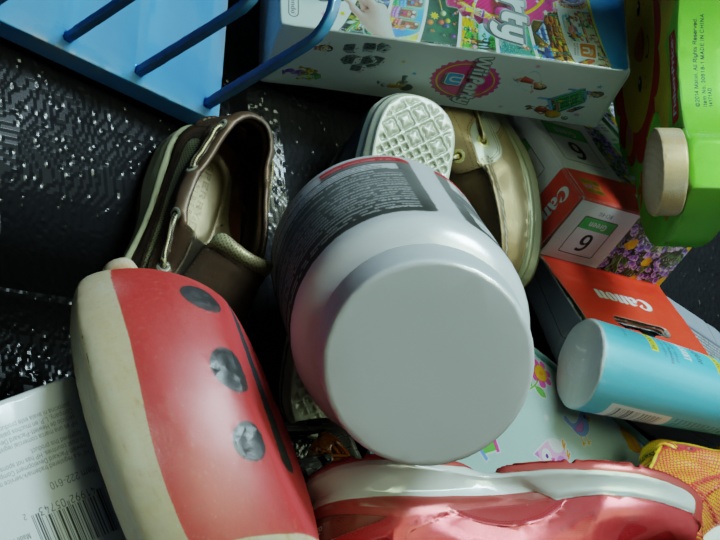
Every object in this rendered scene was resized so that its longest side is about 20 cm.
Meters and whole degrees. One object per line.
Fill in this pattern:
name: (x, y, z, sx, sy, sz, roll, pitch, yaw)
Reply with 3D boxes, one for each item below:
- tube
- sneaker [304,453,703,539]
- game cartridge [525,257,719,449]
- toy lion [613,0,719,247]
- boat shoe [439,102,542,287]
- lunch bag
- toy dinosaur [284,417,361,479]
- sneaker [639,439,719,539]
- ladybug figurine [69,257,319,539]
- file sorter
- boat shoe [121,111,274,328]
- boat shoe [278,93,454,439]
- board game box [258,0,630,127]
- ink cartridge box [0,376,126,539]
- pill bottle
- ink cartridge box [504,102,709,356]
tube: (0.206, 0.074, 1.304, 0.200, 0.077, 0.051, 15, 103, -25)
sneaker: (0.070, 0.152, 1.100, 0.199, 0.078, 0.116, 3, 69, -13)
game cartridge: (0.177, 0.054, 1.397, 0.200, 0.042, 0.133, 32, 27, -30)
toy lion: (0.175, -0.106, 1.314, 0.068, 0.192, 0.201, 1, 75, -6)
boat shoe: (0.048, -0.076, 1.350, 0.066, 0.074, 0.200, 6, 58, -39)
lunch bag: (0.093, 0.128, 1.289, 0.200, 0.077, 0.161, 40, 42, -27)
toy dinosaur: (0.002, 0.139, 1.148, 0.102, 0.199, 0.136, 47, 39, -72)
sneaker: (0.162, 0.134, 1.261, 0.077, 0.073, 0.200, 51, 28, 19)
ladybug figurine: (-0.073, 0.081, 1.057, 0.136, 0.072, 0.200, 43, 25, -74)
file sorter: (-0.117, -0.188, 1.188, 0.200, 0.123, 0.139, 24, 56, -36)
boat shoe: (-0.083, 0.004, 1.174, 0.075, 0.075, 0.203, 26, 55, -34)
boat shoe: (0.000, 0.000, 1.269, 0.074, 0.062, 0.201, 22, 71, -20)
board game box: (0.046, -0.169, 1.321, 0.199, 0.064, 0.148, 7, 59, -12)
ink cartridge box: (-0.160, 0.167, 1.016, 0.144, 0.085, 0.200, -19, 84, -46)
pill bottle: (0.019, 0.018, 1.118, 0.114, 0.114, 0.200, 51, 4, -15)
ink cartridge box: (0.140, -0.039, 1.374, 0.109, 0.050, 0.200, 13, 35, -41)
